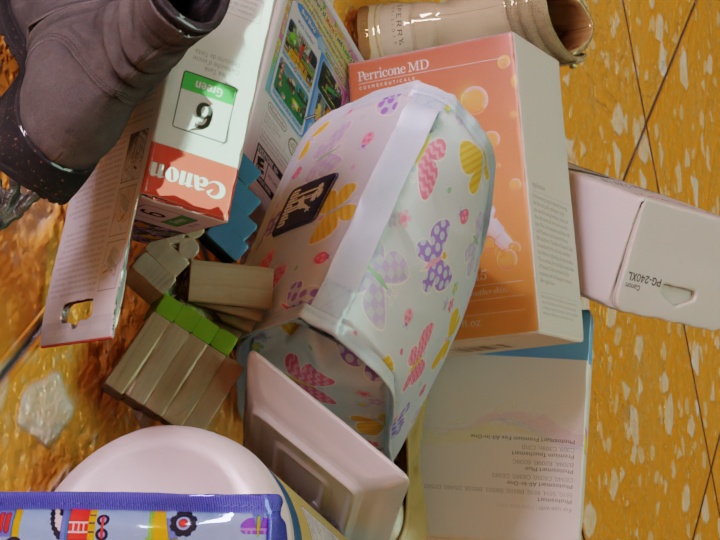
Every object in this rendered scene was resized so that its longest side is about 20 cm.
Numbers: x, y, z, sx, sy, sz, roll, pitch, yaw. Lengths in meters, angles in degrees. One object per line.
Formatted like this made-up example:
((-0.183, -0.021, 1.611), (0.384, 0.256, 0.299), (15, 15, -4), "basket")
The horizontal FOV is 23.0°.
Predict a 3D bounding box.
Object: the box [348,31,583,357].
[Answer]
((0.072, -0.046, 1.206), (0.097, 0.124, 0.201), (14, 69, -65), "box")

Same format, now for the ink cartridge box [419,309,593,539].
((0.103, 0.140, 1.295), (0.129, 0.125, 0.201), (74, 22, -68), "ink cartridge box")

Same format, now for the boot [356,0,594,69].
((0.101, -0.160, 1.316), (0.200, 0.155, 0.073), (31, 52, -63), "boot")

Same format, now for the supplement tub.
((-0.068, 0.180, 0.908), (0.200, 0.144, 0.145), (52, 42, -54), "supplement tub")

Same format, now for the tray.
((-0.029, 0.120, 0.982), (0.022, 0.107, 0.200), (-48, 167, -22), "tray")

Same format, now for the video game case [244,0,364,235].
((-0.030, -0.082, 1.176), (0.200, 0.024, 0.183), (55, 39, -49), "video game case")

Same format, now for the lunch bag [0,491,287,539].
((-0.110, 0.168, 0.741), (0.094, 0.199, 0.151), (16, 73, -65), "lunch bag")

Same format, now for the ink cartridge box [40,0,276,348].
((-0.099, -0.056, 0.872), (0.050, 0.109, 0.201), (16, 78, -26), "ink cartridge box")

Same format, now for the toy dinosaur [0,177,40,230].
((-0.189, -0.034, 0.783), (0.088, 0.047, 0.200), (-61, 144, -44), "toy dinosaur")

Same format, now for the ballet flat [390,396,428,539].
((0.008, 0.141, 1.199), (0.063, 0.068, 0.201), (44, 39, -46), "ballet flat")

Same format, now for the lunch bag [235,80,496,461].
((0.000, 0.000, 1.031), (0.200, 0.127, 0.170), (96, 16, -66), "lunch bag")

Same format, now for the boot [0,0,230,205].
((-0.105, -0.128, 0.812), (0.070, 0.132, 0.200), (31, 29, -31), "boot")

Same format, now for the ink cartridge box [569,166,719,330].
((0.171, -0.031, 1.334), (0.145, 0.200, 0.084), (10, 99, -44), "ink cartridge box")

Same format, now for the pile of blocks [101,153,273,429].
((-0.091, -0.008, 0.959), (0.062, 0.082, 0.201), (155, -57, -73), "pile of blocks")
